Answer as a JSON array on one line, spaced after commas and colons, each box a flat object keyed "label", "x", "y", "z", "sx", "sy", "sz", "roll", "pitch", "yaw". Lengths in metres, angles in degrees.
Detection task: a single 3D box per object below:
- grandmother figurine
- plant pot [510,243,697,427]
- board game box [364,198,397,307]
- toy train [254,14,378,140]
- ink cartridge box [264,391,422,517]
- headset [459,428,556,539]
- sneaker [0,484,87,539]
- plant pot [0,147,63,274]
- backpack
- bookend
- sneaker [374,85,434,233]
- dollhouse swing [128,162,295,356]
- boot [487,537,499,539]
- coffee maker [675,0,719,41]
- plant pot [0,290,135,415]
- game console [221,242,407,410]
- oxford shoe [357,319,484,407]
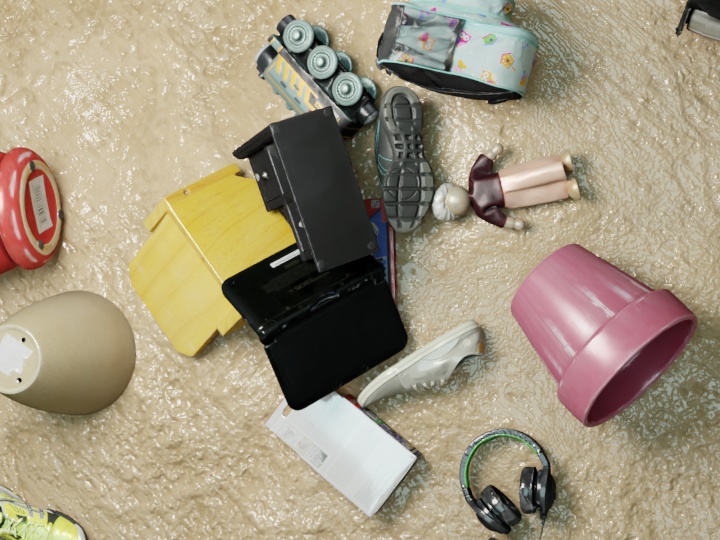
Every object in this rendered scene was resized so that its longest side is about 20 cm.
[{"label": "grandmother figurine", "x": 0.192, "y": -0.113, "z": 1.500, "sx": 0.199, "sy": 0.061, "sz": 0.122, "roll": -15, "pitch": 77, "yaw": 9}, {"label": "plant pot", "x": 0.298, "y": 0.071, "z": 1.412, "sx": 0.200, "sy": 0.200, "sz": 0.179, "roll": -47, "pitch": 64, "yaw": 7}, {"label": "board game box", "x": 0.000, "y": 0.000, "z": 1.557, "sx": 0.102, "sy": 0.019, "sz": 0.201, "roll": -3, "pitch": 88, "yaw": 13}, {"label": "toy train", "x": -0.064, "y": -0.265, "z": 1.551, "sx": 0.114, "sy": 0.085, "sz": 0.200, "roll": -45, "pitch": 79, "yaw": 17}, {"label": "ink cartridge box", "x": -0.025, "y": 0.238, "z": 1.540, "sx": 0.200, "sy": 0.050, "sz": 0.109, "roll": 39, "pitch": 97, "yaw": 12}, {"label": "headset", "x": 0.207, "y": 0.309, "z": 1.464, "sx": 0.123, "sy": 0.094, "sz": 0.201, "roll": -28, "pitch": 77, "yaw": 11}, {"label": "sneaker", "x": -0.500, "y": 0.383, "z": 1.627, "sx": 0.199, "sy": 0.076, "sz": 0.076, "roll": 19, "pitch": 91, "yaw": 11}, {"label": "plant pot", "x": -0.547, "y": -0.084, "z": 1.590, "sx": 0.181, "sy": 0.200, "sz": 0.202, "roll": -4, "pitch": 87, "yaw": 10}, {"label": "backpack", "x": 0.139, "y": -0.302, "z": 1.457, "sx": 0.199, "sy": 0.176, "sz": 0.154, "roll": 22, "pitch": 97, "yaw": 8}, {"label": "bookend", "x": -0.079, "y": -0.099, "z": 1.492, "sx": 0.092, "sy": 0.200, "sz": 0.200, "roll": -20, "pitch": 94, "yaw": -21}, {"label": "sneaker", "x": 0.058, "y": -0.150, "z": 1.520, "sx": 0.075, "sy": 0.079, "sz": 0.201, "roll": 1, "pitch": 86, "yaw": -14}, {"label": "dollhouse swing", "x": -0.210, "y": -0.005, "z": 1.596, "sx": 0.181, "sy": 0.176, "sz": 0.200, "roll": -31, "pitch": 79, "yaw": -32}, {"label": "boot", "x": 0.184, "y": 0.467, "z": 1.450, "sx": 0.131, "sy": 0.070, "sz": 0.200, "roll": -37, "pitch": 85, "yaw": -15}, {"label": "coffee maker", "x": 0.518, "y": -0.340, "z": 1.366, "sx": 0.199, "sy": 0.192, "sz": 0.135, "roll": 24, "pitch": 77, "yaw": 10}, {"label": "plant pot", "x": -0.448, "y": 0.120, "z": 1.560, "sx": 0.186, "sy": 0.200, "sz": 0.188, "roll": 0, "pitch": 88, "yaw": 13}, {"label": "game console", "x": -0.062, "y": 0.060, "z": 1.502, "sx": 0.199, "sy": 0.117, "sz": 0.176, "roll": -29, "pitch": 51, "yaw": -23}, {"label": "oxford shoe", "x": 0.086, "y": 0.140, "z": 1.507, "sx": 0.199, "sy": 0.075, "sz": 0.058, "roll": -31, "pitch": 81, "yaw": 5}]
